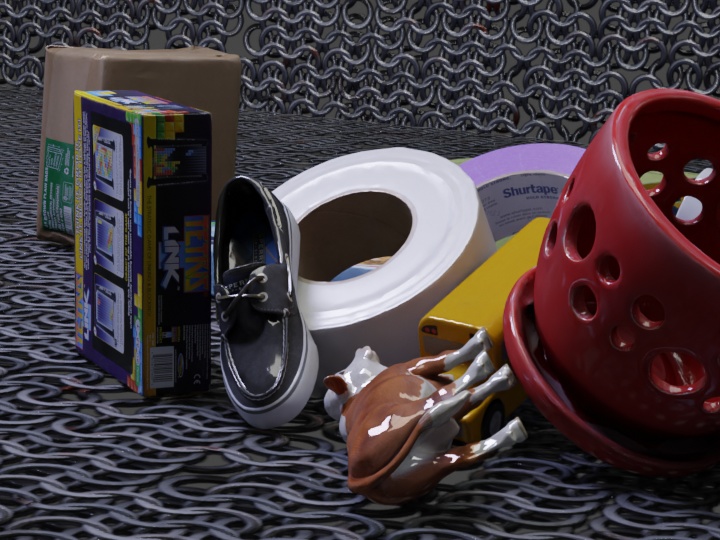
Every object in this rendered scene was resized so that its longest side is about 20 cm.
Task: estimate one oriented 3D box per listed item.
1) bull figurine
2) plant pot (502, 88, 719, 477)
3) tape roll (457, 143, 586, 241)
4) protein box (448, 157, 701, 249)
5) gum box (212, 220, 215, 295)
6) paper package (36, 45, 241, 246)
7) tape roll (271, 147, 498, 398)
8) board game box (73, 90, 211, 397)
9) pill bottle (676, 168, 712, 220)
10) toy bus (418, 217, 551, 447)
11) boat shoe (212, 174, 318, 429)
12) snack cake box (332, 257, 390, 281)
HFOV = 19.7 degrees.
[{"bbox_3d":[0.034,0.087,1.278,0.121,0.065,0.200,-29,15,7],"label":"bull figurine"},{"bbox_3d":[0.200,0.013,1.319,0.199,0.183,0.201,20,40,-18],"label":"plant pot"},{"bbox_3d":[0.128,-0.005,1.586,0.199,0.066,0.201,-9,45,9],"label":"tape roll"},{"bbox_3d":[0.173,-0.023,1.835,0.198,0.136,0.199,10,12,37],"label":"protein box"},{"bbox_3d":[-0.106,-0.011,1.935,0.169,0.045,0.199,-6,14,-44],"label":"gum box"},{"bbox_3d":[-0.224,-0.125,2.098,0.190,0.202,0.103,-4,12,-41],"label":"paper package"},{"bbox_3d":[0.000,0.000,1.516,0.201,0.071,0.203,-14,39,11],"label":"tape roll"},{"bbox_3d":[-0.160,-0.024,1.507,0.056,0.202,0.165,-3,12,-23],"label":"board game box"},{"bbox_3d":[0.365,-0.009,1.747,0.199,0.113,0.112,26,17,21],"label":"pill bottle"},{"bbox_3d":[0.097,0.043,1.424,0.065,0.079,0.200,13,34,31],"label":"toy bus"},{"bbox_3d":[-0.072,0.014,1.422,0.070,0.066,0.201,-17,47,18],"label":"boat shoe"},{"bbox_3d":[0.005,0.020,1.718,0.198,0.068,0.115,5,11,9],"label":"snack cake box"}]
